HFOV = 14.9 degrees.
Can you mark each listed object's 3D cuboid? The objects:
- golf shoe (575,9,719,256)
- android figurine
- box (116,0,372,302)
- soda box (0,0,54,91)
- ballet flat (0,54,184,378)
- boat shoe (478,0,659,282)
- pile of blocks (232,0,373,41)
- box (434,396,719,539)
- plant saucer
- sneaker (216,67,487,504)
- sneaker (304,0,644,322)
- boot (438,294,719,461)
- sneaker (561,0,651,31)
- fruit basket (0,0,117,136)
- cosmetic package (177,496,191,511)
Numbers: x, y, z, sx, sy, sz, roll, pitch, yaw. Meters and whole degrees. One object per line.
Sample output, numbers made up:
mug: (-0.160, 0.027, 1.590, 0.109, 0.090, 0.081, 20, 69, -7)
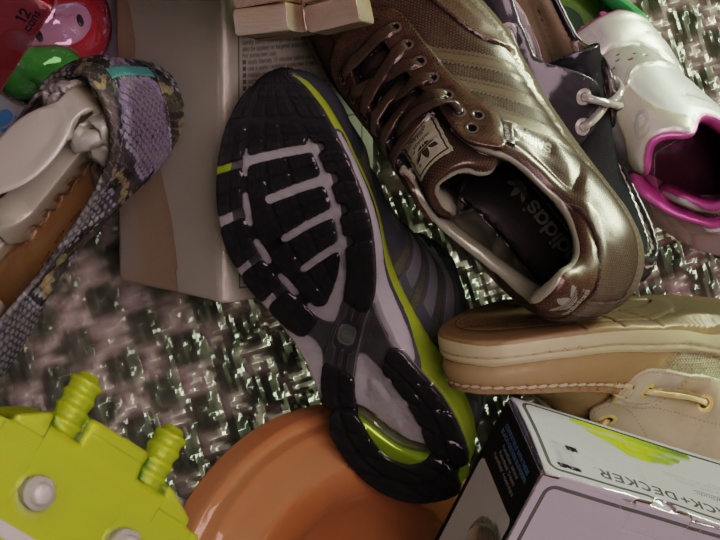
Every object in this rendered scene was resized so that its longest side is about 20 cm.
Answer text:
golf shoe: (0.161, -0.041, 1.287, 0.075, 0.092, 0.200, -46, 135, 13)
android figurine: (-0.141, 0.139, 1.118, 0.182, 0.041, 0.201, 36, 77, -26)
box: (-0.051, -0.093, 1.219, 0.095, 0.078, 0.201, -7, 102, -42)
soda box: (-0.198, -0.062, 1.152, 0.063, 0.070, 0.200, 29, 115, -14)
ballet flat: (-0.157, -0.014, 1.180, 0.072, 0.072, 0.201, 36, 104, -12)
boat shoe: (0.078, -0.084, 1.193, 0.060, 0.074, 0.201, -33, 83, 24)
pile of blocks: (-0.081, -0.160, 1.122, 0.199, 0.062, 0.082, 30, 100, 12)
box: (0.077, 0.163, 1.161, 0.116, 0.060, 0.201, 17, 114, -20)
plant saucer: (-0.008, 0.161, 1.231, 0.200, 0.037, 0.201, -4, 97, -41)
sneaker: (0.000, 0.000, 1.192, 0.201, 0.074, 0.081, 68, 27, -22)
sneaker: (0.039, -0.062, 1.132, 0.200, 0.075, 0.070, 46, 110, 12)
boot: (0.108, 0.090, 1.206, 0.199, 0.073, 0.156, 0, 101, -44)
sneaker: (0.051, -0.142, 1.292, 0.199, 0.084, 0.074, 19, 80, -16)
fruit basket: (-0.153, -0.139, 1.219, 0.185, 0.094, 0.200, -41, 103, -19)
cosmetic package: (-0.143, 0.184, 1.204, 0.101, 0.074, 0.201, 22, 78, -17)
